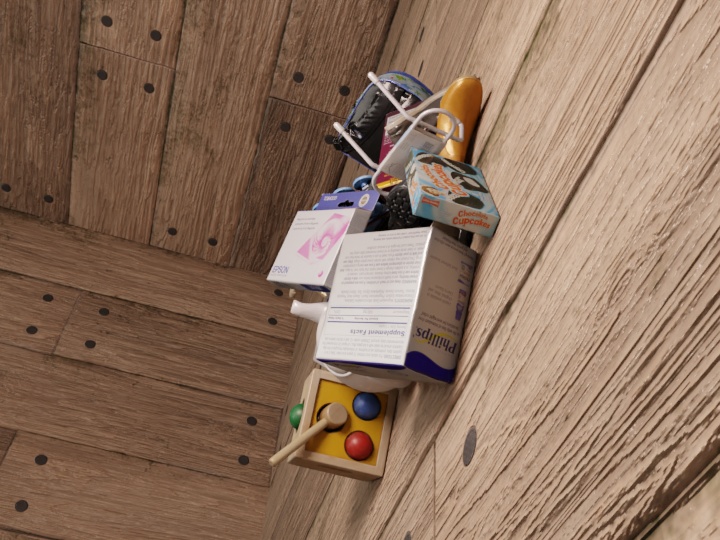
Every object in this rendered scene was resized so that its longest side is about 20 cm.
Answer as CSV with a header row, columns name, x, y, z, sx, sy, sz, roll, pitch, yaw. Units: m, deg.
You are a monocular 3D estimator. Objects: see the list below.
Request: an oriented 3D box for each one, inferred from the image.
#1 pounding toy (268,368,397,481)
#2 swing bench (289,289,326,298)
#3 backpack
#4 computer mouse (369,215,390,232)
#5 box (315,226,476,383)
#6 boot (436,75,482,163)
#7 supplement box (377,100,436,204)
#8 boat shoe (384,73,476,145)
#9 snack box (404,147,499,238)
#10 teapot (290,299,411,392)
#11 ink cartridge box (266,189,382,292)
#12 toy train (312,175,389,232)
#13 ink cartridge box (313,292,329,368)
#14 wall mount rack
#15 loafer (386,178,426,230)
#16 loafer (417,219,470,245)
name,x,y,z,sx,sy,sz,roll,pitch,yaw
pounding toy,-0.051,0.276,1.464,0.142,0.199,0.185,124,159,-67
swing bench,-0.032,-0.022,1.832,0.130,0.199,0.199,-70,0,-55
backpack,0.071,-0.316,1.792,0.200,0.183,0.147,-59,-5,34
computer mouse,0.000,0.000,1.541,0.140,0.046,0.200,-40,-15,-46
box,0.051,0.051,1.214,0.184,0.105,0.201,-2,69,47
boot,0.159,-0.202,1.388,0.201,0.071,0.144,108,166,-49
supplement box,0.097,-0.194,1.533,0.110,0.085,0.201,51,-145,-40
boat shoe,0.132,-0.274,1.476,0.200,0.057,0.067,-34,12,-17
snack box,0.128,-0.117,1.222,0.200,0.116,0.037,-92,19,-64
teapot,-0.002,0.115,1.394,0.200,0.146,0.198,-27,71,45
ink cartridge box,-0.067,-0.060,1.484,0.196,0.043,0.201,2,66,55
toy train,-0.004,-0.108,1.599,0.200,0.114,0.087,-29,59,32
ink cartridge box,-0.027,0.110,1.570,0.039,0.099,0.201,-35,-32,-46
wall mount rack,0.059,-0.213,1.329,0.200,0.173,0.075,-49,27,42
loafer,0.084,-0.104,1.364,0.070,0.068,0.201,-48,-12,-13
loafer,0.118,-0.056,1.345,0.200,0.071,0.073,138,146,-76
